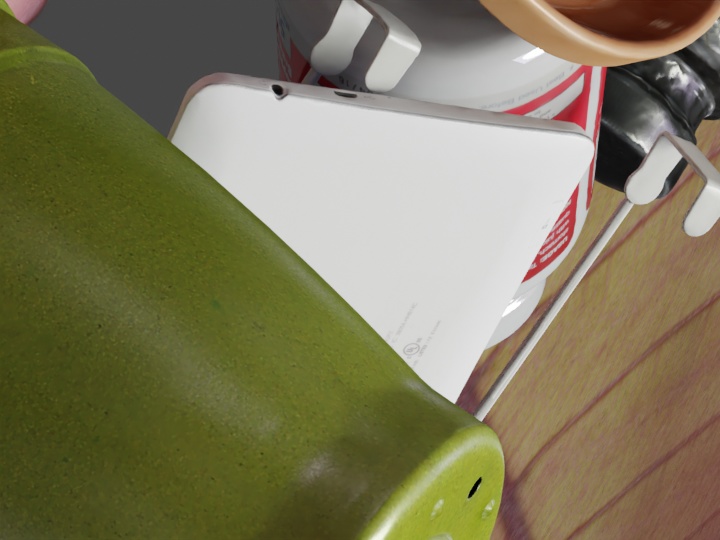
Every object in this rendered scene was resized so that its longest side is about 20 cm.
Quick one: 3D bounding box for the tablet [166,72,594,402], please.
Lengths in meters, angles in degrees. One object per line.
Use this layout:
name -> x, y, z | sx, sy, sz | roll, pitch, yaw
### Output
tablet -> -0.022, 0.024, 0.883 | 0.130, 0.014, 0.200 | 7, 131, -24

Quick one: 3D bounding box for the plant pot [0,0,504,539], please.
plant pot -> -0.074, 0.052, 0.747 | 0.201, 0.193, 0.201 | -51, 160, -27

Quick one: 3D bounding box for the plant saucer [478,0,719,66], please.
plant saucer -> 0.056, -0.159, 0.873 | 0.200, 0.032, 0.201 | 18, 67, -48

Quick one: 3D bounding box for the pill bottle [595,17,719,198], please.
pill bottle -> 0.142, -0.135, 1.195 | 0.200, 0.112, 0.112 | -57, 162, -11

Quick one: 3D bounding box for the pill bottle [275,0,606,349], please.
pill bottle -> 0.028, -0.056, 0.997 | 0.112, 0.112, 0.200 | -52, 160, -26

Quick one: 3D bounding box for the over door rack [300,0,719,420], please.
over door rack -> 0.000, 0.000, 0.924 | 0.147, 0.067, 0.200 | 20, 125, -35
